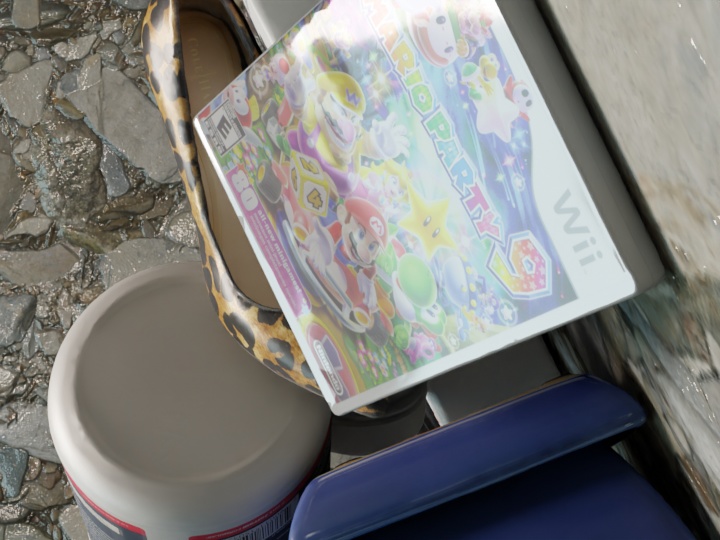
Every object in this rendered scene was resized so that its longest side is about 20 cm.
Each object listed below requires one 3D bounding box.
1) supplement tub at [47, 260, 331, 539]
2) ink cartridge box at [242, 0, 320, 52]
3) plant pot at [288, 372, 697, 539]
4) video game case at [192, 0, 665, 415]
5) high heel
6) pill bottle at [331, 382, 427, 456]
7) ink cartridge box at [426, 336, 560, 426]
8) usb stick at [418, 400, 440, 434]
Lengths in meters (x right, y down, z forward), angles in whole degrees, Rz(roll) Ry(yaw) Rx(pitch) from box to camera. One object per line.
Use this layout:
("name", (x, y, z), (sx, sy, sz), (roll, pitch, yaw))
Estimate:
("supplement tub", (-0.084, 0.101, 0.754), (0.201, 0.139, 0.141), (94, 153, -59))
("ink cartridge box", (0.010, -0.085, 0.644), (0.202, 0.083, 0.145), (64, 179, 3))
("plant pot", (0.073, 0.164, 0.688), (0.200, 0.198, 0.182), (62, -174, -79))
("video game case", (0.013, -0.032, 0.532), (0.199, 0.018, 0.145), (-29, 86, 55))
("high heel", (-0.043, -0.037, 0.634), (0.201, 0.071, 0.143), (55, 161, 33))
("pill bottle", (0.000, 0.000, 0.809), (0.111, 0.109, 0.203), (-118, 24, -58))
("ink cartridge box", (0.054, 0.014, 0.952), (0.202, 0.083, 0.146), (64, 180, 13))
("usb stick", (0.058, 0.131, 1.041), (0.201, 0.032, 0.056), (59, -166, -12))
